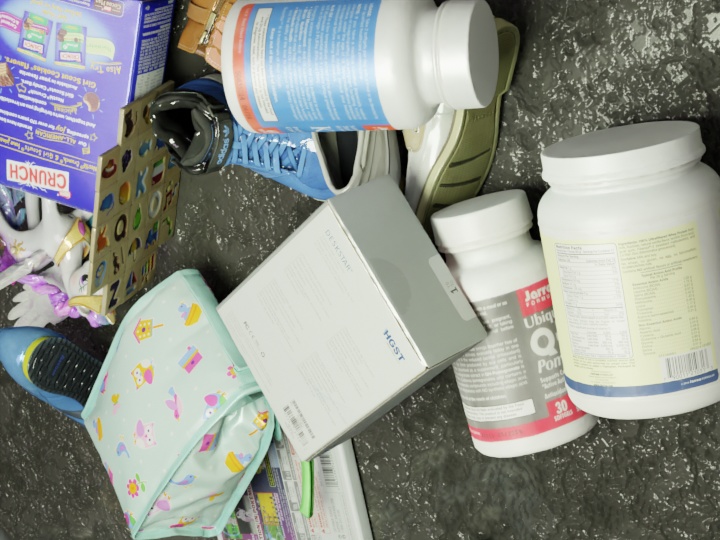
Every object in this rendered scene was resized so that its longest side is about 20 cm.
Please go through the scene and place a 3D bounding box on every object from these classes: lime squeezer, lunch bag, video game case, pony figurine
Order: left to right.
[{"bbox_3d":[-0.320,-0.018,1.734,0.192,0.166,0.202,-23,77,30],"label":"pony figurine"},{"bbox_3d":[-0.159,0.121,1.640,0.201,0.121,0.171,-59,45,29],"label":"lunch bag"},{"bbox_3d":[-0.071,0.228,1.710,0.181,0.023,0.202,-4,105,36],"label":"video game case"},{"bbox_3d":[-0.024,0.125,1.600,0.071,0.038,0.201,43,110,28],"label":"lime squeezer"}]

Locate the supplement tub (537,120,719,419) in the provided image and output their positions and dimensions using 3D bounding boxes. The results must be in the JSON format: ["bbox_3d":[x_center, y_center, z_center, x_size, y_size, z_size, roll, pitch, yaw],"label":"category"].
[{"bbox_3d":[0.213,-0.002,1.353,0.144,0.145,0.202,-3,104,35],"label":"supplement tub"}]

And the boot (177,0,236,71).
[{"bbox_3d":[-0.068,-0.226,1.476,0.199,0.076,0.156,28,96,35],"label":"boot"}]

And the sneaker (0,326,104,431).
[{"bbox_3d":[-0.283,0.109,1.739,0.078,0.200,0.066,18,73,39],"label":"sneaker"}]

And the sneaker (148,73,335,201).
[{"bbox_3d":[-0.097,-0.107,1.554,0.199,0.111,0.077,32,121,22],"label":"sneaker"}]

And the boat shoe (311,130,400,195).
[{"bbox_3d":[-0.017,-0.151,1.478,0.071,0.065,0.202,-12,77,32],"label":"boat shoe"}]

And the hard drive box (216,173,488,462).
[{"bbox_3d":[-0.012,0.043,1.452,0.200,0.076,0.157,-40,78,48],"label":"hard drive box"}]

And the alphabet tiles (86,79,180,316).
[{"bbox_3d":[-0.202,-0.066,1.609,0.006,0.166,0.202,17,116,16],"label":"alphabet tiles"}]

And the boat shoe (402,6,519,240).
[{"bbox_3d":[0.071,-0.124,1.463,0.068,0.074,0.202,34,119,31],"label":"boat shoe"}]

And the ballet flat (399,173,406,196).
[{"bbox_3d":[0.000,0.000,1.555,0.068,0.063,0.201,24,115,0],"label":"ballet flat"}]

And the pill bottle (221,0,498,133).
[{"bbox_3d":[0.001,-0.164,1.377,0.198,0.112,0.113,1,107,22],"label":"pill bottle"}]

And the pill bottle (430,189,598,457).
[{"bbox_3d":[0.121,0.041,1.453,0.110,0.110,0.202,-9,102,36],"label":"pill bottle"}]

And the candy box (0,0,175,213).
[{"bbox_3d":[-0.266,-0.169,1.608,0.168,0.077,0.202,17,109,18],"label":"candy box"}]
